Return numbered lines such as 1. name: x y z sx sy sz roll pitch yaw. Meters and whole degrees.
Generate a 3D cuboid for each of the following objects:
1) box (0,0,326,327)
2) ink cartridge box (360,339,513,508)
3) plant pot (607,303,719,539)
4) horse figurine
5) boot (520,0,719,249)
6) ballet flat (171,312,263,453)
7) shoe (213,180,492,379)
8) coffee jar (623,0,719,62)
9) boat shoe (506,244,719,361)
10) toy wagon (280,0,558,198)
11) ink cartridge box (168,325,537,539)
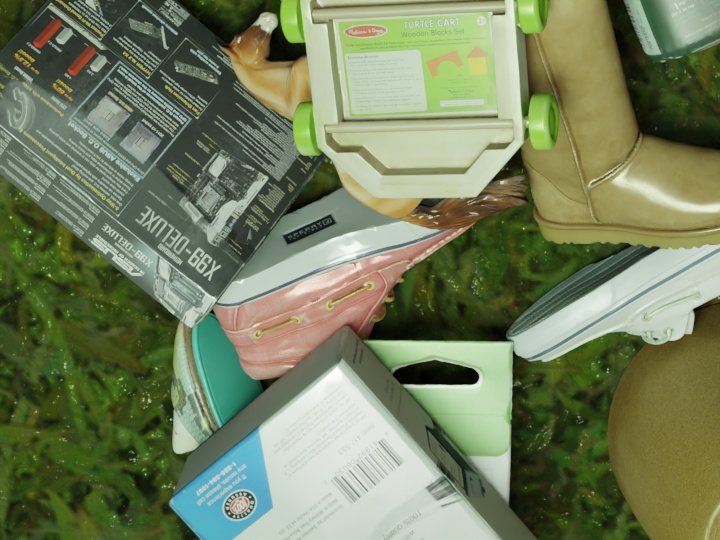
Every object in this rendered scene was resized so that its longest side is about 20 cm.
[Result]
1. box: -0.133 -0.086 1.256 0.200 0.158 0.050 39 146 -6
2. ink cartridge box: 0.049 0.135 1.344 0.103 0.059 0.201 2 105 4
3. plant pot: 0.250 0.136 1.257 0.186 0.200 0.187 1 105 5
4. horse figurine: 0.013 -0.093 1.234 0.132 0.050 0.200 -36 99 32
5. boot: 0.155 -0.105 1.216 0.174 0.066 0.200 -6 129 22
6. ballet flat: -0.081 0.123 1.355 0.071 0.069 0.200 -26 102 36
7. shoe: 0.000 0.000 1.314 0.199 0.072 0.091 -22 124 -2
8. coffee jar: 0.182 -0.236 1.224 0.104 0.085 0.201 -25 102 6
9. boat shoe: 0.193 0.016 1.295 0.200 0.074 0.067 -31 100 11
10. toy wagon: 0.032 -0.140 1.162 0.155 0.040 0.201 0 109 18
11. ink cartridge box: 0.000 0.161 1.278 0.146 0.086 0.200 -39 101 12
